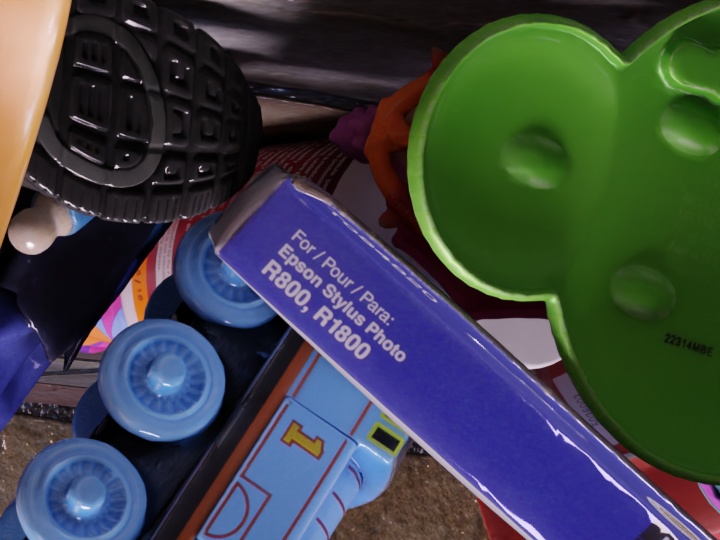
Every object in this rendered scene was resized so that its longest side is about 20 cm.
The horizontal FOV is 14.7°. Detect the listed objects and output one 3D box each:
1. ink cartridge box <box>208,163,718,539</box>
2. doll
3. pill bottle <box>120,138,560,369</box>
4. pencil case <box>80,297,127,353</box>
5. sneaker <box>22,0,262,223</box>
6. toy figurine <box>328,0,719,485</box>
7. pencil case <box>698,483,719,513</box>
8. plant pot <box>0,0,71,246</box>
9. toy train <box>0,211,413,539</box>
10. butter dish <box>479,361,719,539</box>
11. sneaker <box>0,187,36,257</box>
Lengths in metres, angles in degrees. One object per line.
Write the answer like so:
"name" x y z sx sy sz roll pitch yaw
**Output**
"ink cartridge box" 0.035 0.044 0.903 0.200 0.041 0.200 42 179 -4
"doll" -0.108 0.007 1.005 0.048 0.200 0.136 34 179 9
"pill bottle" 0.000 0.000 1.153 0.113 0.113 0.200 10 171 -41
"pencil case" -0.054 0.004 1.367 0.199 0.089 0.088 3 173 23
"sneaker" -0.130 -0.064 0.922 0.199 0.076 0.091 13 -179 -19
"toy figurine" 0.057 -0.025 0.906 0.200 0.151 0.184 17 178 -29
"pencil case" 0.228 0.055 1.113 0.200 0.085 0.092 -8 151 -35
"plant pot" -0.192 -0.036 0.719 0.183 0.201 0.200 20 173 1
"toy train" -0.049 0.068 1.012 0.114 0.200 0.087 33 154 -1
"butter dish" 0.158 0.104 1.305 0.199 0.148 0.200 -16 -150 1
"sneaker" -0.162 -0.019 0.975 0.200 0.075 0.106 -30 -174 -23
